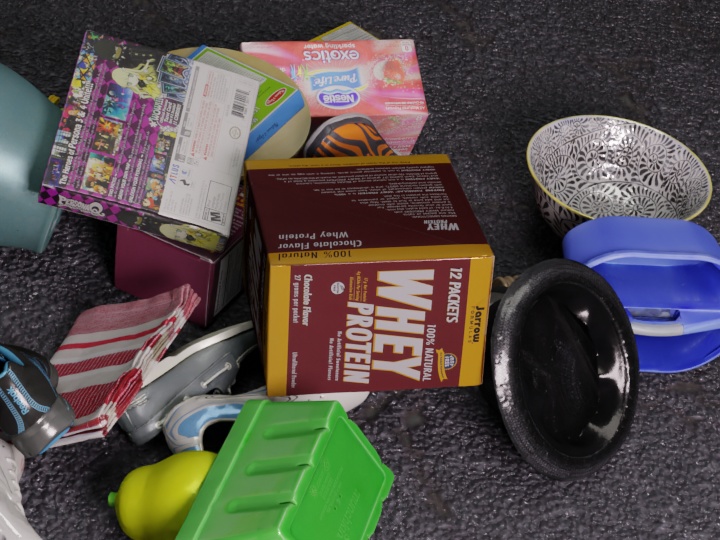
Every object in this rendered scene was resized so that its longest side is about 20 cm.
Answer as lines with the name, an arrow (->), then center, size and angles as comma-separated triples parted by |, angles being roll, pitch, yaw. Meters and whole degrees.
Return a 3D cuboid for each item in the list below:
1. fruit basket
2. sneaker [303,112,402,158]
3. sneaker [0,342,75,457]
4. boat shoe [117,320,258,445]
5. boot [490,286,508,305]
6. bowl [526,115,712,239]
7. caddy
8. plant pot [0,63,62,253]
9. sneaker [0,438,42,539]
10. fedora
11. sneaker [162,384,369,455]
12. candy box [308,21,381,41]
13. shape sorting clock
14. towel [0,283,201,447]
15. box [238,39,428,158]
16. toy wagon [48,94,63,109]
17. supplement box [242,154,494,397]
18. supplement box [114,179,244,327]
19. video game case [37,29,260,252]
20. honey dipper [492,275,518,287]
fruit basket -> -0.098, 0.207, 1.389 | 0.215, 0.156, 0.216 | -31, 22, 14
sneaker -> 0.027, -0.089, 1.740 | 0.112, 0.078, 0.200 | 48, 14, 30
sneaker -> -0.301, 0.088, 1.457 | 0.073, 0.082, 0.200 | -40, 25, -14
boat shoe -> -0.150, 0.098, 1.559 | 0.200, 0.073, 0.062 | -27, 94, -46
boot -> 0.085, 0.061, 1.645 | 0.199, 0.070, 0.131 | 24, 42, 34
bowl -> 0.266, -0.072, 1.815 | 0.200, 0.095, 0.201 | 6, 39, -5
caddy -> 0.277, 0.029, 1.657 | 0.199, 0.142, 0.105 | 2, 36, -9
plant pot -> -0.371, -0.113, 1.662 | 0.187, 0.200, 0.200 | 22, 38, -8
sneaker -> -0.305, 0.180, 1.398 | 0.200, 0.078, 0.099 | 37, 42, 28
fedora -> 0.165, 0.090, 1.552 | 0.200, 0.202, 0.091 | -24, 14, -35
sneaker -> -0.076, 0.133, 1.509 | 0.199, 0.072, 0.073 | -15, 47, -25
candy box -> -0.042, -0.231, 1.998 | 0.102, 0.026, 0.200 | 37, 46, 24
shape sorting clock -> -0.149, -0.160, 1.740 | 0.199, 0.039, 0.201 | 4, 44, -4
towel -> -0.239, 0.087, 1.508 | 0.143, 0.023, 0.200 | -15, 28, 31
box -> -0.037, -0.185, 1.866 | 0.199, 0.095, 0.103 | -2, 64, -16
toy wagon -> -0.255, -0.136, 1.825 | 0.199, 0.040, 0.155 | 20, 39, 13
supplement box -> 0.000, 0.000, 1.535 | 0.196, 0.133, 0.200 | -2, 30, -10
supplement box -> -0.146, -0.045, 1.699 | 0.110, 0.086, 0.200 | 23, 40, 17
video game case -> -0.198, -0.126, 1.627 | 0.180, 0.036, 0.201 | 15, 53, -11
honey dipper -> 0.229, 0.019, 1.748 | 0.199, 0.038, 0.038 | -3, 40, -23
